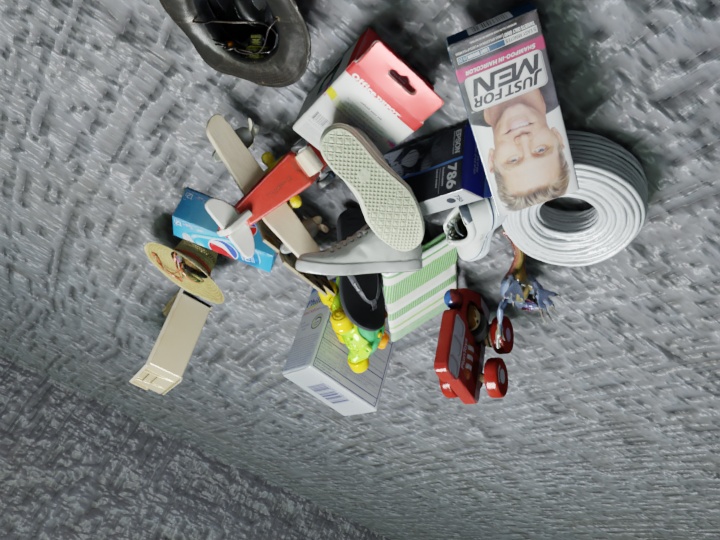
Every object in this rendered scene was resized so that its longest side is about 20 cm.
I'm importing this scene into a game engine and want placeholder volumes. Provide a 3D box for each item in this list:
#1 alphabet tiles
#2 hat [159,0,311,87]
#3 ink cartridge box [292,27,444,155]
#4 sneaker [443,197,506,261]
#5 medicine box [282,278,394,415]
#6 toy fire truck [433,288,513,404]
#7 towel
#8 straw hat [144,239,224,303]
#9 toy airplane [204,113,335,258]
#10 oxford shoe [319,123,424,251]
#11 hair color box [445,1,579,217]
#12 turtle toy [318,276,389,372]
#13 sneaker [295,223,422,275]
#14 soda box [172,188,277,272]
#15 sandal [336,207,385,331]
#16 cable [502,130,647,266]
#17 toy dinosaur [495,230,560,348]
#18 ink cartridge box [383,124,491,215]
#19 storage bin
[{"bbox_3d":[-0.115,-0.034,1.021,0.006,0.201,0.166,-44,124,9],"label":"alphabet tiles"},{"bbox_3d":[-0.133,-0.314,0.698,0.195,0.083,0.202,17,156,8],"label":"hat"},{"bbox_3d":[0.012,-0.217,0.769,0.115,0.069,0.198,34,145,-21],"label":"ink cartridge box"},{"bbox_3d":[0.153,-0.063,0.878,0.069,0.075,0.201,-14,161,-5],"label":"sneaker"},{"bbox_3d":[-0.034,0.155,1.210,0.181,0.204,0.102,37,143,-27],"label":"medicine box"},{"bbox_3d":[0.185,0.121,1.045,0.109,0.204,0.169,-6,141,32],"label":"toy fire truck"},{"bbox_3d":[0.105,0.029,1.034,0.024,0.150,0.202,50,164,33],"label":"towel"},{"bbox_3d":[-0.334,-0.027,1.215,0.197,0.086,0.203,26,153,14],"label":"straw hat"},{"bbox_3d":[-0.136,-0.116,0.893,0.193,0.207,0.141,5,-167,-12],"label":"toy airplane"},{"bbox_3d":[0.019,-0.111,0.784,0.074,0.058,0.201,-34,113,15],"label":"oxford shoe"},{"bbox_3d":[0.171,-0.174,0.672,0.097,0.061,0.204,-17,116,15],"label":"hair color box"},{"bbox_3d":[-0.009,0.072,1.086,0.099,0.202,0.148,-24,132,-4],"label":"turtle toy"},{"bbox_3d":[-0.003,-0.037,0.897,0.194,0.088,0.073,-4,-174,-17],"label":"sneaker"},{"bbox_3d":[-0.243,-0.073,1.114,0.195,0.069,0.065,21,148,-3],"label":"soda box"},{"bbox_3d":[-0.001,0.000,0.983,0.074,0.207,0.043,-11,180,-26],"label":"sandal"},{"bbox_3d":[0.278,-0.091,0.810,0.197,0.071,0.200,29,146,-14],"label":"cable"},{"bbox_3d":[0.271,0.027,0.985,0.101,0.207,0.182,-3,-173,6],"label":"toy dinosaur"},{"bbox_3d":[0.100,-0.130,0.816,0.196,0.102,0.039,-13,150,38],"label":"ink cartridge box"},{"bbox_3d":[-0.468,0.180,1.479,0.092,0.204,0.197,29,147,-21],"label":"storage bin"}]
